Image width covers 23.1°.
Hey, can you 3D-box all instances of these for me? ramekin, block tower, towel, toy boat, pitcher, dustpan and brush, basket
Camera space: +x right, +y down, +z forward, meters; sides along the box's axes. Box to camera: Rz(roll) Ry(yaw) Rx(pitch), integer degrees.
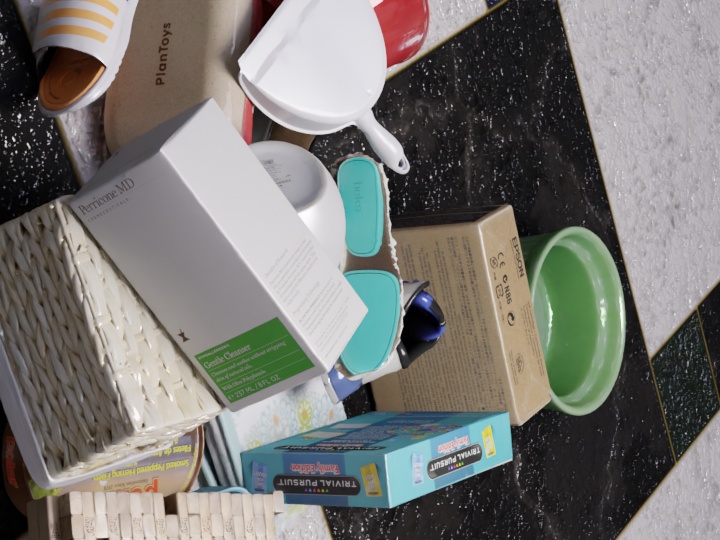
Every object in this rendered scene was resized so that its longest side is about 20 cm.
[{"bbox_3d":[0.195,0.055,1.892,0.200,0.097,0.201,4,85,-52],"label":"ramekin"},{"bbox_3d":[-0.153,0.201,1.352,0.199,0.054,0.058,4,73,-36],"label":"block tower"},{"bbox_3d":[-0.083,0.127,1.564,0.171,0.048,0.201,-38,118,-51],"label":"towel"},{"bbox_3d":[-0.131,-0.151,1.457,0.131,0.130,0.201,23,70,-62],"label":"toy boat"},{"bbox_3d":[-0.100,0.002,1.394,0.171,0.121,0.200,-17,144,-25],"label":"pitcher"},{"bbox_3d":[-0.012,-0.148,1.452,0.200,0.057,0.140,44,69,-25],"label":"dustpan and brush"},{"bbox_3d":[-0.192,0.044,1.318,0.135,0.123,0.201,-13,81,-52],"label":"basket"}]

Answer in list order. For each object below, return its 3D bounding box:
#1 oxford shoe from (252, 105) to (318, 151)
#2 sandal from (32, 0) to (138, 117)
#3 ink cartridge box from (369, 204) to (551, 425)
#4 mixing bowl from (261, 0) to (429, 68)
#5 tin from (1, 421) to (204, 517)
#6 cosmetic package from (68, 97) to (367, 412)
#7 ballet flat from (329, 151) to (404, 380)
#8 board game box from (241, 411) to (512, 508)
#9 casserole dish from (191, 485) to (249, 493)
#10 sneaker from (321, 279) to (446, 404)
[{"bbox_3d":[-0.074,-0.054,1.517,0.073,0.084,0.201,140,-33,-85],"label":"oxford shoe"},{"bbox_3d":[-0.219,-0.209,1.386,0.059,0.079,0.207,47,44,-39],"label":"sandal"},{"bbox_3d":[0.080,0.046,1.685,0.075,0.164,0.201,-30,112,-52],"label":"ink cartridge box"},{"bbox_3d":[-0.050,-0.233,1.527,0.108,0.200,0.201,-43,122,-28],"label":"mixing bowl"},{"bbox_3d":[-0.204,0.144,1.409,0.200,0.042,0.113,-2,86,-53],"label":"tin"},{"bbox_3d":[-0.100,-0.010,1.270,0.200,0.107,0.085,52,39,-15],"label":"cosmetic package"},{"bbox_3d":[0.000,0.000,1.504,0.072,0.072,0.201,21,65,-50],"label":"ballet flat"},{"bbox_3d":[0.018,0.162,1.533,0.200,0.150,0.047,-11,96,-54],"label":"board game box"},{"bbox_3d":[-0.159,0.247,1.429,0.200,0.039,0.122,-27,126,-39],"label":"casserole dish"},{"bbox_3d":[0.016,0.036,1.584,0.200,0.115,0.081,-98,172,-54],"label":"sneaker"}]
